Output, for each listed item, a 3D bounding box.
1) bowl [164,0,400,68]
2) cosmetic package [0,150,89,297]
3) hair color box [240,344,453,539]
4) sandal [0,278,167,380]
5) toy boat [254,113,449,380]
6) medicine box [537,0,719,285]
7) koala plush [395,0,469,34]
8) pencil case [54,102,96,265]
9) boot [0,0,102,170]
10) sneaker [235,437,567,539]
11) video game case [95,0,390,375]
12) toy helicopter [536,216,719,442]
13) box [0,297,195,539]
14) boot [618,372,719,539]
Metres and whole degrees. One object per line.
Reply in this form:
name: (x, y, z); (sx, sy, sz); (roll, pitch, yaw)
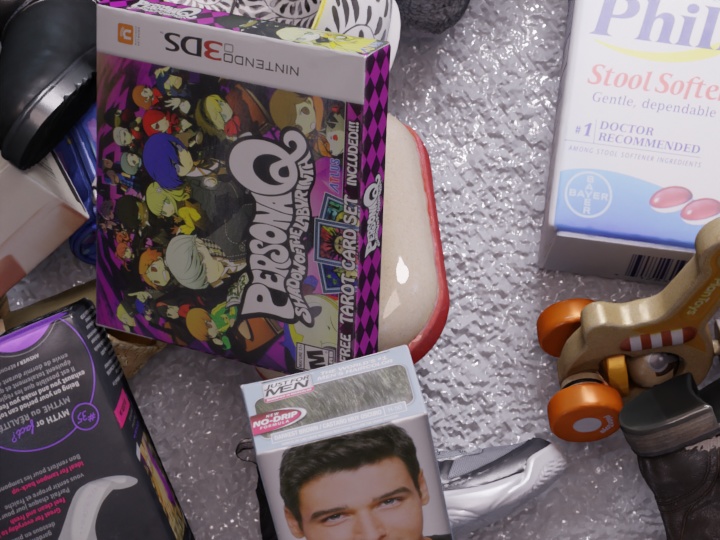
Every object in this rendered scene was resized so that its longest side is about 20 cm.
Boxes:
bowl: (-0.037, -0.147, 1.568); (0.094, 0.200, 0.202); (21, 73, -31)
cosmetic package: (-0.276, -0.015, 1.576); (0.200, 0.087, 0.104); (-39, 52, 10)
hair color box: (0.000, 0.144, 1.485); (0.098, 0.201, 0.061); (-14, 40, -2)
sandal: (-0.170, 0.045, 1.627); (0.210, 0.078, 0.070); (-11, 106, 4)
toy boat: (0.000, 0.000, 1.599); (0.130, 0.131, 0.201); (-19, 53, 18)
medicine box: (0.214, -0.095, 1.632); (0.181, 0.103, 0.201); (7, 76, 2)
koala plush: (0.002, -0.267, 1.648); (0.199, 0.177, 0.185); (23, 86, 2)
pencil case: (-0.175, -0.102, 1.644); (0.078, 0.087, 0.201); (-22, 75, 7)
boot: (-0.219, -0.157, 1.539); (0.162, 0.073, 0.198); (37, 34, -2)
sneaker: (0.021, 0.115, 1.590); (0.199, 0.076, 0.115); (-20, 79, -2)
video game case: (-0.070, -0.046, 1.477); (0.180, 0.036, 0.201); (14, 113, 26)
toy helicopter: (0.199, 0.031, 1.557); (0.131, 0.200, 0.079); (9, 53, -20)
box: (-0.181, 0.133, 1.539); (0.122, 0.106, 0.201); (-22, 94, 2)
boot: (0.257, 0.135, 1.556); (0.199, 0.069, 0.175); (-17, 112, 10)
